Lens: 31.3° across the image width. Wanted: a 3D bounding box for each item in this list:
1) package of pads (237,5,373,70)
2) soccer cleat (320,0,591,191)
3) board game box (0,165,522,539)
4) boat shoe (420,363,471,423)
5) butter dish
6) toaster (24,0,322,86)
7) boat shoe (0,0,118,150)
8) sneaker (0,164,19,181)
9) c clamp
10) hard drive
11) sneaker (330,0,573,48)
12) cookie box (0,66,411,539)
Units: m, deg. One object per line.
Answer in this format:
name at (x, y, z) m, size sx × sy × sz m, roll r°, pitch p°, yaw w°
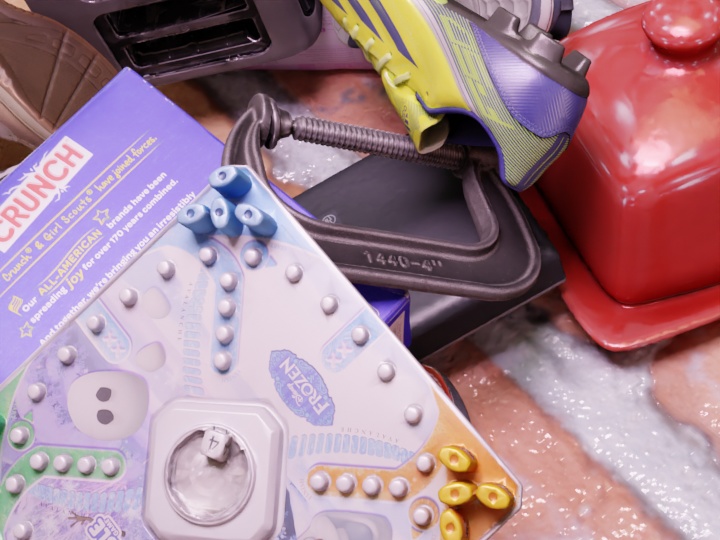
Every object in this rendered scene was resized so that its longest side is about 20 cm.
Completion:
package of pads at (-0.041, -0.203, 0.919) m, size 0.197 × 0.076 × 0.122 m, roll 1°, pitch 49°, yaw 16°
soccer cleat at (0.031, -0.110, 0.663) m, size 0.200 × 0.064 × 0.084 m, roll 37°, pitch 106°, yaw 38°
board game box at (-0.066, 0.088, 0.553) m, size 0.200 × 0.026 × 0.200 m, roll -42°, pitch 75°, yaw 3°
boat shoe at (0.014, 0.121, 0.624) m, size 0.070 × 0.063 × 0.202 m, roll 1°, pitch 48°, yaw 17°
butter dish at (0.179, -0.088, 0.711) m, size 0.198 × 0.149 × 0.201 m, roll -20°, pitch 46°, yaw -4°
toaster at (-0.127, -0.218, 0.792) m, size 0.197 × 0.181 × 0.120 m, roll -10°, pitch 60°, yaw 7°
boat shoe at (-0.216, -0.116, 0.766) m, size 0.065 × 0.199 × 0.073 m, roll -37°, pitch 25°, yaw 47°
sneaker at (-0.252, -0.017, 0.822) m, size 0.198 × 0.077 × 0.092 m, roll -19°, pitch 15°, yaw 11°
c clamp at (0.014, -0.049, 0.662) m, size 0.198 × 0.027 × 0.172 m, roll 4°, pitch 47°, yaw -29°
hard drive at (0.000, 0.000, 0.734) m, size 0.198 × 0.033 × 0.140 m, roll -29°, pitch 47°, yaw 1°
sneaker at (0.090, -0.162, 0.762) m, size 0.144 × 0.078 × 0.202 m, roll -5°, pitch 14°, yaw -29°
cookie box at (-0.101, 0.022, 0.648) m, size 0.199 × 0.075 × 0.171 m, roll 39°, pitch 72°, yaw 16°
